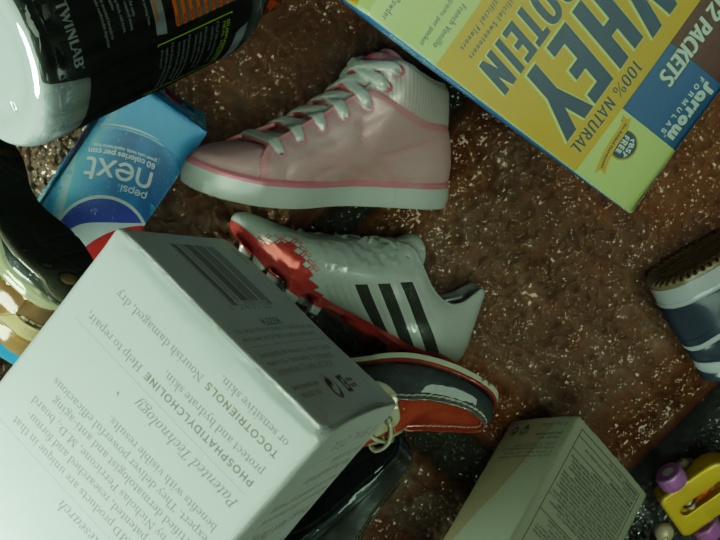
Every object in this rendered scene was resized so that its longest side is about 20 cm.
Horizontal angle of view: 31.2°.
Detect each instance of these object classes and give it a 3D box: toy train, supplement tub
[{"bbox_3d":[0.287,0.205,1.013,0.197,0.056,0.152,-11,109,-3],"label":"toy train"},{"bbox_3d":[-0.140,-0.164,0.753,0.199,0.122,0.124,-33,114,-37],"label":"supplement tub"}]

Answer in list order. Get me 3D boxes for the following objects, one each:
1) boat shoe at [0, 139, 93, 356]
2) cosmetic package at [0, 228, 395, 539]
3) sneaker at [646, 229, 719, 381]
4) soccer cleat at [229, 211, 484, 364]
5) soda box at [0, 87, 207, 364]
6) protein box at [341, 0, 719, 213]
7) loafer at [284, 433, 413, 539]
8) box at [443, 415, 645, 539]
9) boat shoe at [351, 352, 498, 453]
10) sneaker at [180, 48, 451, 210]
[{"bbox_3d":[-0.238,-0.029,0.787,0.075,0.200,0.074,6,126,-50],"label":"boat shoe"},{"bbox_3d":[-0.115,0.105,0.775,0.166,0.167,0.201,42,101,12],"label":"cosmetic package"},{"bbox_3d":[0.319,0.009,0.947,0.198,0.070,0.109,-26,104,6],"label":"sneaker"},{"bbox_3d":[0.000,0.000,0.897,0.199,0.069,0.086,32,90,-20],"label":"soccer cleat"},{"bbox_3d":[-0.182,-0.033,0.850,0.064,0.068,0.201,33,99,-17],"label":"soda box"},{"bbox_3d":[0.101,-0.165,0.789,0.197,0.200,0.136,34,99,-17],"label":"protein box"},{"bbox_3d":[-0.027,0.195,0.950,0.072,0.073,0.200,38,107,-27],"label":"loafer"},{"bbox_3d":[0.113,0.210,0.917,0.095,0.077,0.201,48,59,-18],"label":"box"},{"bbox_3d":[-0.005,0.095,0.891,0.197,0.063,0.072,6,143,7],"label":"boat shoe"},{"bbox_3d":[-0.023,-0.095,0.841,0.198,0.075,0.106,-1,106,-32],"label":"sneaker"}]
